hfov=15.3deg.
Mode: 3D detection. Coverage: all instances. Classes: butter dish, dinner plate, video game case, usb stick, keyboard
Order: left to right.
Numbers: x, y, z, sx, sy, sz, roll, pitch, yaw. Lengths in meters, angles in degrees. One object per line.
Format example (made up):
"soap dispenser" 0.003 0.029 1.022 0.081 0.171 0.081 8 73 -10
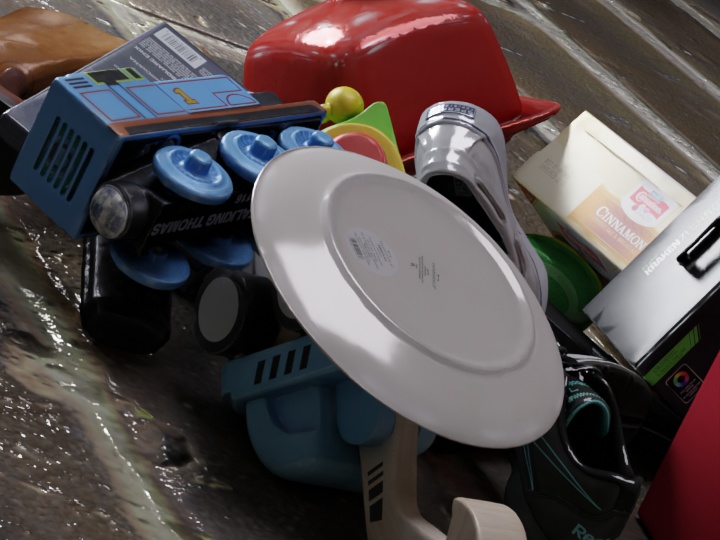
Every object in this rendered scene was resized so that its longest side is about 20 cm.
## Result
"usb stick" -0.132 -0.025 1.528 0.055 0.033 0.200 23 32 -20
"video game case" -0.109 -0.071 1.565 0.143 0.019 0.200 40 31 6
"butter dish" 0.005 -0.146 1.850 0.199 0.149 0.199 -19 17 -29
"dinner plate" 0.031 0.006 1.378 0.200 0.024 0.201 28 33 -20
"keyboard" 0.151 0.077 1.729 0.200 0.040 0.104 41 9 1

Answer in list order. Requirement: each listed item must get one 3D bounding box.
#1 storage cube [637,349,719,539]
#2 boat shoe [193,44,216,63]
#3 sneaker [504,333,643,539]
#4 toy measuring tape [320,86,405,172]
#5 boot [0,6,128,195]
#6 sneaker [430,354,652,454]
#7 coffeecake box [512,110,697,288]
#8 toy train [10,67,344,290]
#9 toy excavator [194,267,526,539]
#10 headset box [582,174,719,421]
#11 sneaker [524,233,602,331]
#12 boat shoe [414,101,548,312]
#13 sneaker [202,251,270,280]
"storage cube" 0.290 0.128 1.538 0.170 0.180 0.200 21 15 -19
"boat shoe" -0.103 -0.071 1.787 0.075 0.075 0.202 -17 41 -19
"sneaker" 0.107 0.070 1.488 0.075 0.079 0.201 2 51 -33
"toy measuring tape" 0.002 -0.023 1.695 0.073 0.073 0.201 7 62 -50
"boot" -0.204 -0.107 1.643 0.188 0.069 0.200 15 20 33
"sneaker" 0.082 0.057 1.622 0.200 0.076 0.115 8 25 -43
"coffeecake box" 0.209 0.006 1.840 0.154 0.073 0.200 45 -6 47
"toy train" -0.091 -0.058 1.468 0.114 0.087 0.200 43 31 23
"toy excavator" 0.008 0.088 1.384 0.100 0.201 0.194 11 -20 -40
"headset box" 0.267 0.033 1.707 0.200 0.174 0.093 44 5 -29
"sneaker" 0.067 -0.002 1.814 0.199 0.074 0.084 23 21 16
"boat shoe" 0.065 -0.010 1.619 0.073 0.200 0.066 -3 45 20
"sneaker" -0.117 -0.032 1.632 0.115 0.074 0.200 -1 36 -17
